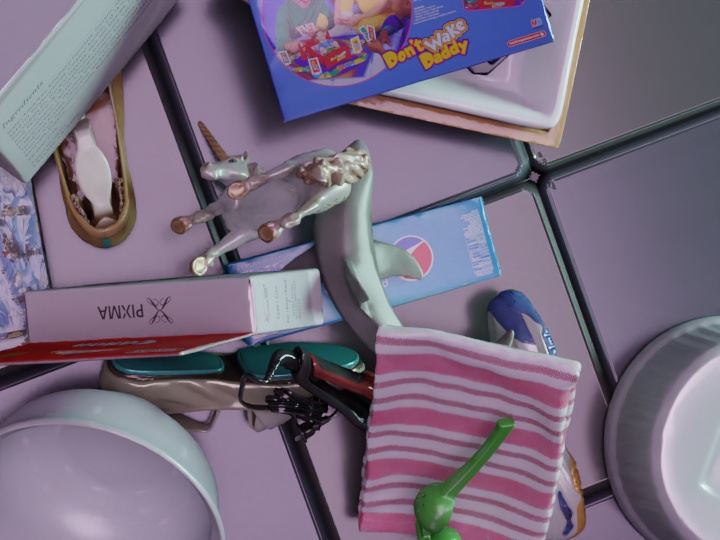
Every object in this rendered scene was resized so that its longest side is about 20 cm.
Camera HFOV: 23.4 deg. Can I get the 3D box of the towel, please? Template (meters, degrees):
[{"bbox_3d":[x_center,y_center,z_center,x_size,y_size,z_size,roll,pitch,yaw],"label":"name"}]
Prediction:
[{"bbox_3d":[0.074,0.128,1.252,0.145,0.030,0.201,9,130,4],"label":"towel"}]

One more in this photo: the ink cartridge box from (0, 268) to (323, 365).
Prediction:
[{"bbox_3d":[-0.153,0.031,1.197,0.199,0.176,0.045,-4,92,30],"label":"ink cartridge box"}]

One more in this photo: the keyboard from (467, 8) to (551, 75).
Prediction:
[{"bbox_3d":[0.059,-0.245,1.244,0.104,0.040,0.200,-44,98,-6],"label":"keyboard"}]

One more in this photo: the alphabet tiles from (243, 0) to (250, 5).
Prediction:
[{"bbox_3d":[-0.017,-0.269,1.258,0.195,0.015,0.201,31,86,-8],"label":"alphabet tiles"}]

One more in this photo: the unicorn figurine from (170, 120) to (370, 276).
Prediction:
[{"bbox_3d":[-0.072,-0.053,1.233,0.137,0.199,0.074,-36,119,-48],"label":"unicorn figurine"}]

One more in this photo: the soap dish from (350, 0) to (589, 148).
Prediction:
[{"bbox_3d":[0.068,-0.188,1.317,0.199,0.081,0.158,11,89,-8],"label":"soap dish"}]

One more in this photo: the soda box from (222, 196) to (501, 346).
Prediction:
[{"bbox_3d":[0.000,0.000,1.314,0.199,0.068,0.065,-15,92,-8],"label":"soda box"}]

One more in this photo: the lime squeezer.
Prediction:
[{"bbox_3d":[0.073,0.185,1.268,0.070,0.038,0.201,-17,130,-18],"label":"lime squeezer"}]

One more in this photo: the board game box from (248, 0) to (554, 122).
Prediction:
[{"bbox_3d":[0.022,-0.199,1.219,0.199,0.045,0.135,-16,104,2],"label":"board game box"}]

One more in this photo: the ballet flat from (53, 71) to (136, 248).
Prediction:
[{"bbox_3d":[-0.204,-0.116,1.287,0.068,0.063,0.201,-15,92,-6],"label":"ballet flat"}]

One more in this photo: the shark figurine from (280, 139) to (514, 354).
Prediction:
[{"bbox_3d":[0.021,0.026,1.240,0.128,0.089,0.215,-40,92,-5],"label":"shark figurine"}]

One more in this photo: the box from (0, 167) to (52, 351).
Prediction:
[{"bbox_3d":[-0.306,-0.033,1.284,0.136,0.040,0.201,-10,92,-8],"label":"box"}]

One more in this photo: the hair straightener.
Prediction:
[{"bbox_3d":[-0.022,0.105,1.272,0.077,0.200,0.041,-45,54,17],"label":"hair straightener"}]

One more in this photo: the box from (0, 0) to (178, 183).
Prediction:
[{"bbox_3d":[-0.260,-0.208,1.213,0.199,0.131,0.200,36,80,12],"label":"box"}]

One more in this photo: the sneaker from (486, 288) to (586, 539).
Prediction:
[{"bbox_3d":[0.112,0.117,1.324,0.088,0.075,0.201,-12,95,-5],"label":"sneaker"}]

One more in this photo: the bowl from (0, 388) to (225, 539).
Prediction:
[{"bbox_3d":[-0.186,0.152,1.257,0.200,0.091,0.202,6,130,7],"label":"bowl"}]

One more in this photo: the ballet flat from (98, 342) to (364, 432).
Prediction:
[{"bbox_3d":[-0.097,0.091,1.308,0.199,0.069,0.070,1,90,-9],"label":"ballet flat"}]

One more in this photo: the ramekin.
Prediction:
[{"bbox_3d":[0.296,0.136,1.341,0.199,0.098,0.202,0,90,-8],"label":"ramekin"}]
